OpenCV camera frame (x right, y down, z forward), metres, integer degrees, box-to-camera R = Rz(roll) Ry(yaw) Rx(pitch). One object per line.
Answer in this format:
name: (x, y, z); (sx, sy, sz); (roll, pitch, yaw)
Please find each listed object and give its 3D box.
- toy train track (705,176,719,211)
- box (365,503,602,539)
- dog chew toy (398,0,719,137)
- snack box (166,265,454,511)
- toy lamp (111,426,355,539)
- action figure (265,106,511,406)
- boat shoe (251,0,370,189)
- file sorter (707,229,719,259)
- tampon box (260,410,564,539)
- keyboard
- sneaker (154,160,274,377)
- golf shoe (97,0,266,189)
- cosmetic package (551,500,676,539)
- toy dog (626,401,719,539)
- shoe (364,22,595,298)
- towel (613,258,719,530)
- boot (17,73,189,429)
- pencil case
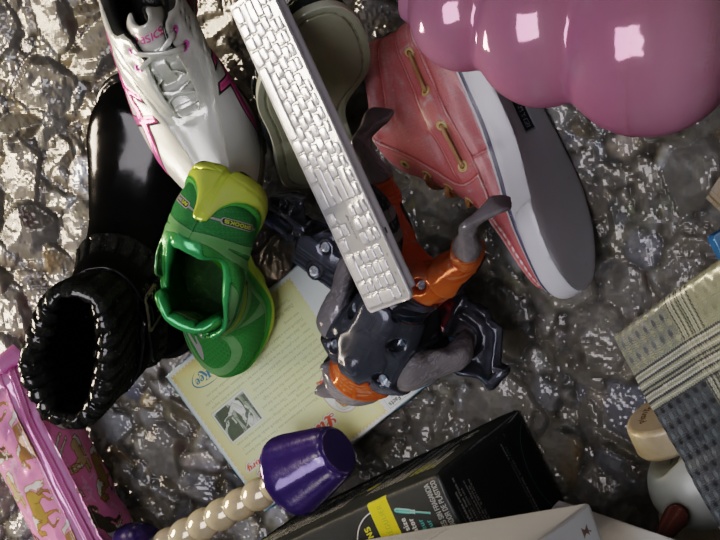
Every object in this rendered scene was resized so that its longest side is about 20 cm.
toy train track: (0.236, 0.017, 1.597); (0.114, 0.032, 0.201); (37, 120, 13)
box: (0.055, 0.223, 1.550); (0.199, 0.097, 0.125); (-15, 98, 42)
dog chew toy: (0.120, -0.148, 1.542); (0.199, 0.125, 0.125); (10, 110, 14)
snack box: (-0.028, 0.061, 1.749); (0.200, 0.037, 0.116); (-39, 85, 32)
toy lamp: (-0.084, 0.157, 1.757); (0.199, 0.058, 0.058); (-28, 91, 35)
action figure: (0.000, 0.000, 1.629); (0.199, 0.104, 0.194); (29, 127, 21)
boat shoe: (-0.035, -0.127, 1.635); (0.074, 0.200, 0.066); (-17, 64, -4)
file sorter: (0.314, 0.035, 1.474); (0.138, 0.123, 0.201); (-28, 92, -8)
tampon box: (0.034, 0.210, 1.710); (0.199, 0.126, 0.151); (-28, 91, 32)
keyboard: (-0.023, -0.071, 1.541); (0.056, 0.011, 0.201); (-22, 93, 56)
sneaker: (-0.102, 0.011, 1.670); (0.074, 0.084, 0.200); (24, 149, 16)
golf shoe: (-0.126, -0.129, 1.683); (0.072, 0.092, 0.201); (-28, 78, 11)
cosmetic package: (0.202, 0.220, 1.577); (0.151, 0.052, 0.200); (50, 162, -26)
toy dog: (0.246, 0.120, 1.578); (0.132, 0.096, 0.200); (45, 125, -13)
shoe: (0.072, -0.068, 1.640); (0.091, 0.071, 0.201); (-23, 89, 33)
towel: (0.236, 0.085, 1.463); (0.193, 0.034, 0.200); (61, 153, 6)
boot: (-0.165, -0.015, 1.727); (0.079, 0.158, 0.213); (-1, 106, 28)
pencil case: (-0.212, 0.148, 1.848); (0.086, 0.083, 0.201); (-25, 92, 38)
